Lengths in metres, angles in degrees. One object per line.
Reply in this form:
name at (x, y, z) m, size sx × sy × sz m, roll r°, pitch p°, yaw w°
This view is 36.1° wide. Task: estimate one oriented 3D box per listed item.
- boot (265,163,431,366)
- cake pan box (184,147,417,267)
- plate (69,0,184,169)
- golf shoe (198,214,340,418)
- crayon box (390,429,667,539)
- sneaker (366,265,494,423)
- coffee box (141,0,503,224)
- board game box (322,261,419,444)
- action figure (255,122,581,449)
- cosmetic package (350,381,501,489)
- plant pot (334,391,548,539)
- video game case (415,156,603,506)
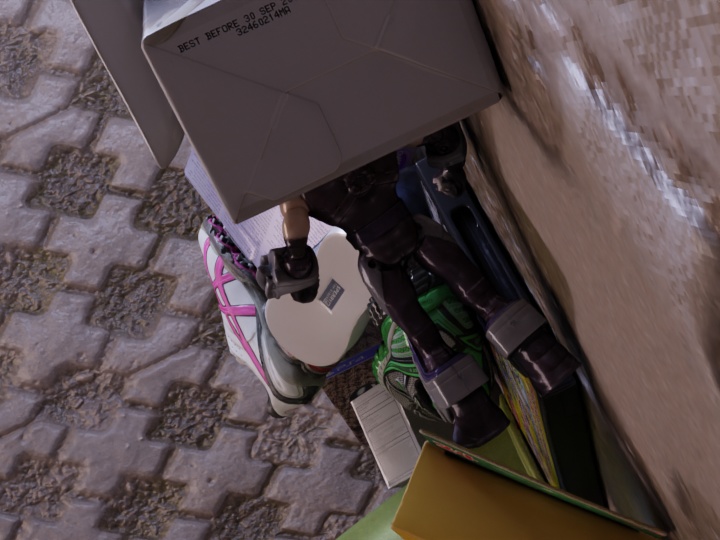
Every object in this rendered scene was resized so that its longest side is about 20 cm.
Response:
boot at (0.000, 0.000, 0.797) m, size 0.073 × 0.090 × 0.200 m, roll 46°, pitch 149°, yaw 0°
cake pan box at (-0.058, -0.092, 0.886) m, size 0.200 × 0.052 × 0.185 m, roll 49°, pitch 130°, yaw 30°
plate at (-0.130, -0.163, 0.567) m, size 0.200 × 0.032 × 0.201 m, roll -112°, pitch -3°, yaw -72°
golf shoe at (-0.096, 0.034, 0.945) m, size 0.072 × 0.092 × 0.200 m, roll 9°, pitch -143°, yaw -45°
crayon box at (0.089, 0.147, 0.591) m, size 0.126 × 0.051 × 0.200 m, roll 20°, pitch 165°, yaw 17°
sneaker at (0.052, 0.074, 0.767) m, size 0.200 × 0.078 × 0.085 m, roll 66°, pitch 178°, yaw -66°
coffee box at (-0.028, -0.109, 0.476) m, size 0.200 × 0.113 × 0.080 m, roll -112°, pitch -3°, yaw -64°
board game box at (0.032, 0.060, 1.043) m, size 0.097 × 0.159 × 0.200 m, roll 64°, pitch -179°, yaw 29°
action figure at (0.017, -0.009, 0.546) m, size 0.200 × 0.130 × 0.069 m, roll 54°, pitch -179°, yaw 0°
cosmetic package at (0.078, 0.137, 0.983) m, size 0.200 × 0.051 × 0.083 m, roll 4°, pitch -122°, yaw -55°
plant pot at (0.077, 0.225, 0.835) m, size 0.200 × 0.189 × 0.200 m, roll 58°, pitch -172°, yaw -13°
video game case at (0.097, 0.049, 0.699) m, size 0.200 × 0.025 × 0.181 m, roll 65°, pitch 180°, yaw -53°
